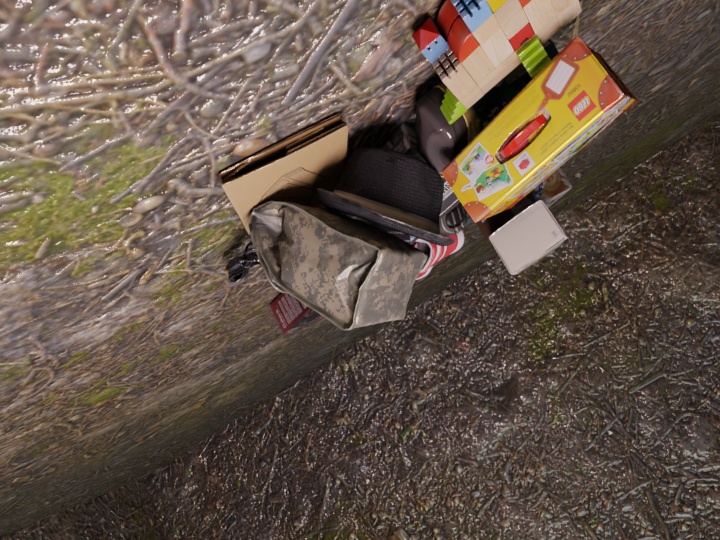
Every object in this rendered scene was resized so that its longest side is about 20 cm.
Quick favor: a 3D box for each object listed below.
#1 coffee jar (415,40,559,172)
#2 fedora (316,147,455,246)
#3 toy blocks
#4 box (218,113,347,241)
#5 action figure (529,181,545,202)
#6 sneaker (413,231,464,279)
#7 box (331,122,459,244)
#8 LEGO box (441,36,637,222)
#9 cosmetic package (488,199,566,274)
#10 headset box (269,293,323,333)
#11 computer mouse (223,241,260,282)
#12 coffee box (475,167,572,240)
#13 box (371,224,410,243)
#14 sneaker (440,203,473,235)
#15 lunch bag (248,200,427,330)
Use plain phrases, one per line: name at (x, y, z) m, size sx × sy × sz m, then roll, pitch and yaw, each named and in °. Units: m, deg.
coffee jar at (0.160, -0.216, 0.678) m, size 0.196 × 0.086 × 0.105 m, roll -34°, pitch 157°, yaw -9°
fedora at (0.043, -0.102, 0.680) m, size 0.199 × 0.195 × 0.095 m, roll 4°, pitch 105°, yaw -68°
toy blocks at (0.131, -0.257, 0.524) m, size 0.198 × 0.102 × 0.135 m, roll -37°, pitch 154°, yaw 24°
box at (-0.091, -0.110, 0.685) m, size 0.160 × 0.022 × 0.201 m, roll -29°, pitch 168°, yaw -10°
action figure at (0.270, -0.226, 0.849) m, size 0.187 × 0.206 × 0.105 m, roll -21°, pitch -153°, yaw -5°
sneaker at (0.110, -0.023, 1.050) m, size 0.110 × 0.073 × 0.199 m, roll -22°, pitch 168°, yaw -38°
box at (0.068, -0.119, 0.820) m, size 0.154 × 0.051 × 0.199 m, roll 14°, pitch 140°, yaw -35°
LEGO box at (0.211, -0.159, 0.620) m, size 0.199 × 0.078 × 0.147 m, roll -43°, pitch 168°, yaw 35°
cosmetic package at (0.285, -0.050, 0.894) m, size 0.102 × 0.075 × 0.199 m, roll -35°, pitch 168°, yaw 14°
headset box at (-0.098, 0.054, 1.165) m, size 0.146 × 0.079 × 0.200 m, roll -17°, pitch 159°, yaw -48°
computer mouse at (-0.115, -0.032, 0.811) m, size 0.197 × 0.045 × 0.109 m, roll -28°, pitch 177°, yaw -45°
coffee box at (0.274, -0.149, 0.935) m, size 0.196 × 0.117 × 0.080 m, roll -23°, pitch 166°, yaw -37°
box at (0.000, 0.000, 0.889) m, size 0.137 × 0.037 × 0.203 m, roll 0°, pitch 141°, yaw -8°
sneaker at (0.185, -0.118, 0.975) m, size 0.196 × 0.078 × 0.078 m, roll -23°, pitch -172°, yaw -37°
lunch bag at (-0.036, -0.017, 0.689) m, size 0.162 × 0.196 × 0.121 m, roll 1°, pitch 115°, yaw -62°
